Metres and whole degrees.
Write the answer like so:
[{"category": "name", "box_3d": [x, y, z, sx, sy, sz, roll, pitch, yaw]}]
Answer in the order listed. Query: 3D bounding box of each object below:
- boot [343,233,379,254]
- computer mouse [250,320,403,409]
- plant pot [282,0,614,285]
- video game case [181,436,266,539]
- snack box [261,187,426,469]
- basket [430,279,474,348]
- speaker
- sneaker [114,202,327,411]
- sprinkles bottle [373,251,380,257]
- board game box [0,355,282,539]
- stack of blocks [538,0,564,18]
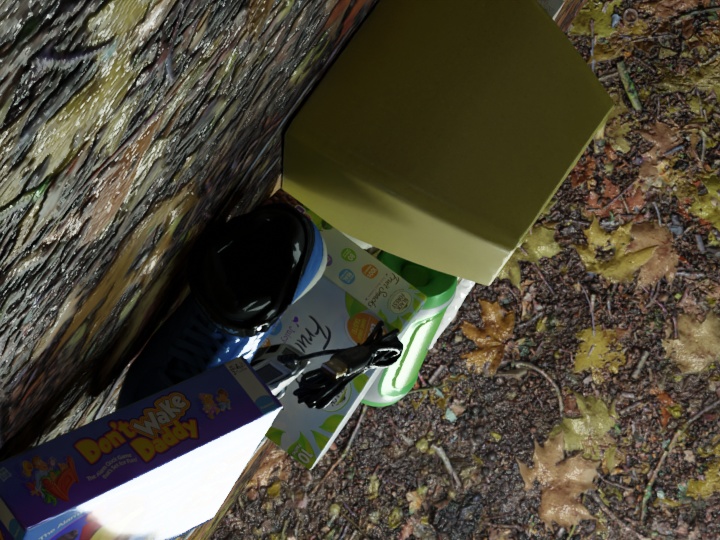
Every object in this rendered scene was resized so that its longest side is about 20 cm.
[{"category": "boot", "box_3d": [-0.033, -0.019, 1.394, 0.155, 0.072, 0.200, -54, 171, -19]}, {"category": "computer mouse", "box_3d": [-0.073, 0.083, 1.154, 0.199, 0.044, 0.110, -10, -166, 31]}, {"category": "plant pot", "box_3d": [0.070, -0.103, 1.178, 0.201, 0.176, 0.200, -54, 175, -12]}, {"category": "video game case", "box_3d": [-0.089, 0.142, 1.503, 0.182, 0.022, 0.200, -52, 179, 42]}, {"category": "snack box", "box_3d": [-0.050, 0.050, 1.246, 0.053, 0.142, 0.200, -51, 174, -43]}, {"category": "basket", "box_3d": [0.121, -0.028, 2.502, 0.200, 0.160, 0.199, -49, 173, -48]}, {"category": "speaker", "box_3d": [0.035, 0.051, 1.549, 0.089, 0.088, 0.201, -52, 169, -36]}, {"category": "sneaker", "box_3d": [-0.101, 0.038, 1.056, 0.200, 0.077, 0.111, -47, 169, -4]}, {"category": "sprinkles bottle", "box_3d": [0.000, 0.000, 1.606, 0.199, 0.068, 0.068, -36, 169, -21]}, {"category": "board game box", "box_3d": [-0.154, 0.140, 0.985, 0.199, 0.045, 0.135, -23, 154, -43]}, {"category": "stack of blocks", "box_3d": [0.124, -0.195, 1.494, 0.059, 0.115, 0.200, -53, 175, -27]}]
